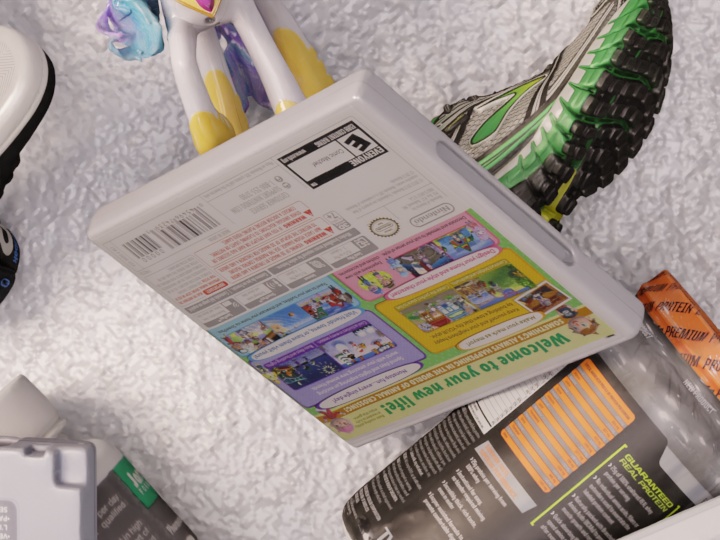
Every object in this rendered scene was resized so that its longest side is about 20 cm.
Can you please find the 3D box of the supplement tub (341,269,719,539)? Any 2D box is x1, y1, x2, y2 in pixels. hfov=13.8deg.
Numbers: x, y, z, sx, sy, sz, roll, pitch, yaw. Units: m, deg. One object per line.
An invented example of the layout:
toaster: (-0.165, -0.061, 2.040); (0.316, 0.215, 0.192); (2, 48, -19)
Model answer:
supplement tub: (0.100, 0.099, 1.426); (0.200, 0.123, 0.123); (-39, 94, 6)

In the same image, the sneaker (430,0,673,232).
sneaker: (0.075, -0.068, 1.430); (0.085, 0.078, 0.200); (38, 84, 28)

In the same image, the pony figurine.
pony figurine: (-0.071, -0.151, 1.385); (0.166, 0.193, 0.201); (-20, 115, 7)

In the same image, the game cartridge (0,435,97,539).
game cartridge: (-0.217, 0.141, 1.385); (0.199, 0.040, 0.134); (3, 94, 14)

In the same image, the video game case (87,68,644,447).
video game case: (0.000, 0.000, 1.367); (0.182, 0.022, 0.200); (39, 140, -24)

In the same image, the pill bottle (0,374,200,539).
pill bottle: (-0.131, 0.155, 1.446); (0.113, 0.113, 0.200); (-42, 95, 6)

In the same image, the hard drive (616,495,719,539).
hard drive: (0.150, 0.162, 1.408); (0.199, 0.027, 0.132); (-21, 140, -17)

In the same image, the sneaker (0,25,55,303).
sneaker: (-0.189, -0.039, 1.422); (0.200, 0.112, 0.073); (-39, 56, 28)
